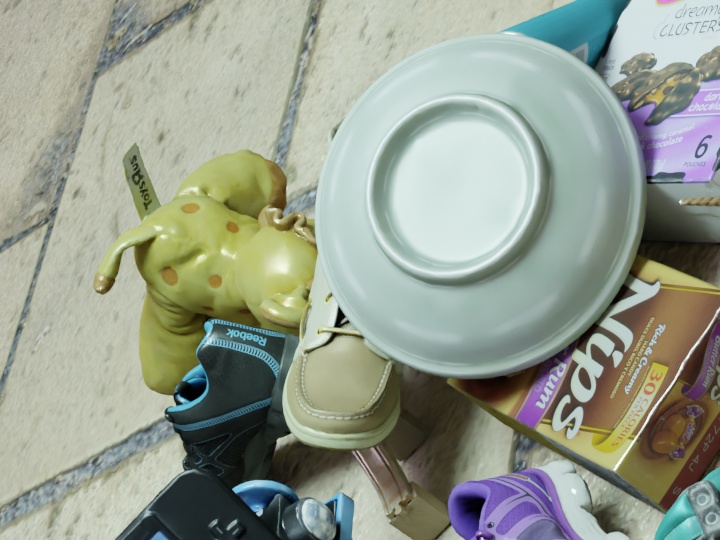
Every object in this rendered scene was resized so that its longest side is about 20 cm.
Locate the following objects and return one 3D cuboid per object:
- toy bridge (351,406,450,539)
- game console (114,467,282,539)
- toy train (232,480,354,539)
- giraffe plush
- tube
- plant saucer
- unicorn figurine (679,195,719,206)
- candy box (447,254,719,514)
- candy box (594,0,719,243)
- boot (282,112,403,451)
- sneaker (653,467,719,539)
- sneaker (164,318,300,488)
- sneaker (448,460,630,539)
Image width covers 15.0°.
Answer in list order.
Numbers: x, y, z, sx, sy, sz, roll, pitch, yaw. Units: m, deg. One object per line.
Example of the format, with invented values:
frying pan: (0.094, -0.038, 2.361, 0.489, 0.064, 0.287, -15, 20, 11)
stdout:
toy bridge: (0.008, 0.091, 1.683, 0.027, 0.067, 0.200, -45, 28, 17)
game console: (-0.105, 0.238, 1.497, 0.200, 0.176, 0.116, -45, -4, 5)
toy train: (-0.069, 0.201, 1.632, 0.200, 0.114, 0.087, -36, 36, 33)
giraffe plush: (-0.060, 0.003, 1.820, 0.161, 0.200, 0.173, 16, 66, 31)
tube: (0.136, -0.141, 1.665, 0.077, 0.050, 0.200, -46, -9, 33)
plant saucer: (0.059, -0.041, 1.534, 0.199, 0.050, 0.202, -5, 77, 21)
unicorn figurine: (0.286, -0.080, 1.443, 0.200, 0.074, 0.137, -47, 17, -17)
candy box: (0.141, 0.051, 1.530, 0.117, 0.056, 0.200, -56, 29, -5)
candy box: (0.213, -0.118, 1.583, 0.167, 0.071, 0.201, 1, 61, 59)
boot: (0.000, 0.000, 1.625, 0.200, 0.072, 0.156, -74, -9, -59)
sneaker: (0.206, 0.143, 1.303, 0.200, 0.083, 0.121, -30, 46, 41)
sneaker: (-0.089, 0.099, 1.765, 0.073, 0.081, 0.200, -78, 11, -46)
sneaker: (0.093, 0.166, 1.428, 0.200, 0.083, 0.081, -126, 36, -67)
